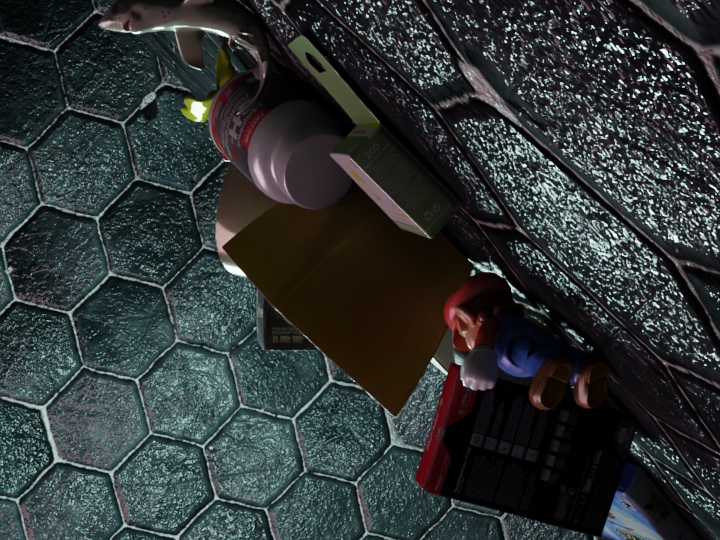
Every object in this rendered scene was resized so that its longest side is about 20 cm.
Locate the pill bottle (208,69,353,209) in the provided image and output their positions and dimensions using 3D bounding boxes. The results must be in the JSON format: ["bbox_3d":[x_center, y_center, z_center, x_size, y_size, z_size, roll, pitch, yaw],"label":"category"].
[{"bbox_3d":[-0.081,-0.137,1.331,0.111,0.111,0.200,47,177,-35],"label":"pill bottle"}]

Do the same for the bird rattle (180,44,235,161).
[{"bbox_3d":[-0.136,-0.203,1.653,0.200,0.113,0.162,41,-164,34],"label":"bird rattle"}]

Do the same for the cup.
[{"bbox_3d":[-0.063,-0.070,1.509,0.142,0.202,0.200,18,166,22],"label":"cup"}]

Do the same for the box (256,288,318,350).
[{"bbox_3d":[-0.032,0.054,1.605,0.197,0.087,0.164,1,-178,-7],"label":"box"}]

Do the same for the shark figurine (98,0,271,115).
[{"bbox_3d":[-0.138,-0.248,1.217,0.214,0.128,0.090,23,-140,-47],"label":"shark figurine"}]

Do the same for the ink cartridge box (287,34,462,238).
[{"bbox_3d":[-0.004,-0.118,1.118,0.200,0.048,0.146,44,178,-10],"label":"ink cartridge box"}]

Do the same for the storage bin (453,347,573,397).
[{"bbox_3d":[0.185,0.147,1.394,0.200,0.144,0.136,-142,36,-74],"label":"storage bin"}]

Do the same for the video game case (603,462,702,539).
[{"bbox_3d":[0.327,0.301,1.638,0.181,0.046,0.199,46,161,-30],"label":"video game case"}]

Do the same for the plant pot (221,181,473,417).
[{"bbox_3d":[0.000,0.000,1.343,0.200,0.177,0.200,44,179,-29],"label":"plant pot"}]

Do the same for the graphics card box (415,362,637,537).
[{"bbox_3d":[0.165,0.179,1.243,0.198,0.127,0.051,16,-176,-12],"label":"graphics card box"}]

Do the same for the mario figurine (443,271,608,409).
[{"bbox_3d":[0.144,0.083,1.181,0.123,0.106,0.200,45,177,-34],"label":"mario figurine"}]

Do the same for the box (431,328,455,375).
[{"bbox_3d":[0.119,0.080,1.648,0.078,0.095,0.200,45,179,-12],"label":"box"}]
